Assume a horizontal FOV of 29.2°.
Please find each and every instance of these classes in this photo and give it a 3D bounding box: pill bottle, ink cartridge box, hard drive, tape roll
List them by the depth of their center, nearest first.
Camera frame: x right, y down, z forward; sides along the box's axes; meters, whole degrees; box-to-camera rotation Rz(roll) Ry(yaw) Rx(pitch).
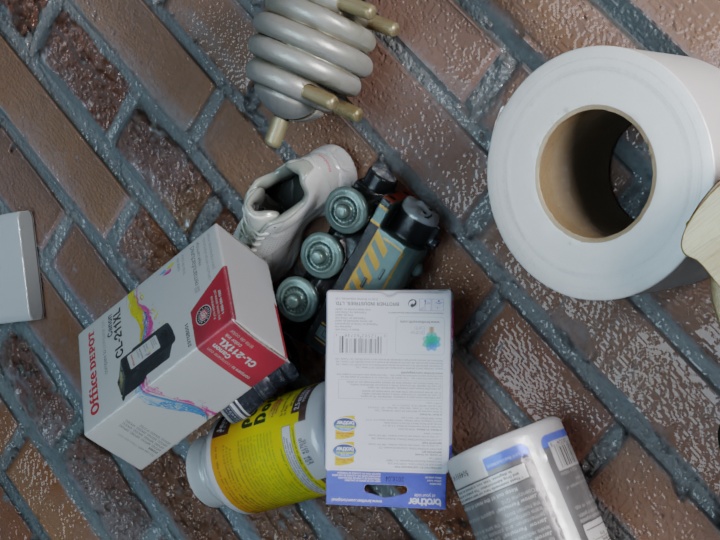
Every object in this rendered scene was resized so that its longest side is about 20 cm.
[{"bbox_3d":[0.223,-0.081,1.143,0.201,0.139,0.205,4,97,35],"label":"tape roll"},{"bbox_3d":[0.164,0.243,1.230,0.113,0.113,0.201,-29,77,34],"label":"pill bottle"},{"bbox_3d":[0.027,0.119,1.289,0.118,0.042,0.202,0,85,8],"label":"ink cartridge box"},{"bbox_3d":[-0.179,0.076,1.351,0.200,0.083,0.146,-37,40,18],"label":"ink cartridge box"},{"bbox_3d":[-0.083,0.184,1.406,0.199,0.109,0.110,-21,82,35],"label":"pill bottle"},{"bbox_3d":[-0.477,0.003,1.727,0.199,0.026,0.133,-6,90,36],"label":"hard drive"}]

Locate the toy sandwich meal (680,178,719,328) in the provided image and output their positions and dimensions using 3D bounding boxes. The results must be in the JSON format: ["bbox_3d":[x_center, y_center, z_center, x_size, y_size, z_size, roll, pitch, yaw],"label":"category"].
[{"bbox_3d":[0.325,0.003,0.975,0.204,0.070,0.207,3,94,35],"label":"toy sandwich meal"}]

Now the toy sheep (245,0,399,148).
[{"bbox_3d":[-0.046,-0.212,1.333,0.137,0.138,0.201,27,92,31],"label":"toy sheep"}]

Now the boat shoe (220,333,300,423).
[{"bbox_3d":[-0.119,0.071,1.432,0.091,0.071,0.201,-31,38,4],"label":"boat shoe"}]

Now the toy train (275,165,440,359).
[{"bbox_3d":[0.000,0.000,1.352,0.114,0.085,0.201,35,111,14],"label":"toy train"}]

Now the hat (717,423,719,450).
[{"bbox_3d":[0.377,0.152,1.079,0.200,0.080,0.202,38,136,49],"label":"hat"}]

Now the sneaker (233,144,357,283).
[{"bbox_3d":[-0.096,-0.053,1.400,0.078,0.099,0.200,52,120,21],"label":"sneaker"}]
